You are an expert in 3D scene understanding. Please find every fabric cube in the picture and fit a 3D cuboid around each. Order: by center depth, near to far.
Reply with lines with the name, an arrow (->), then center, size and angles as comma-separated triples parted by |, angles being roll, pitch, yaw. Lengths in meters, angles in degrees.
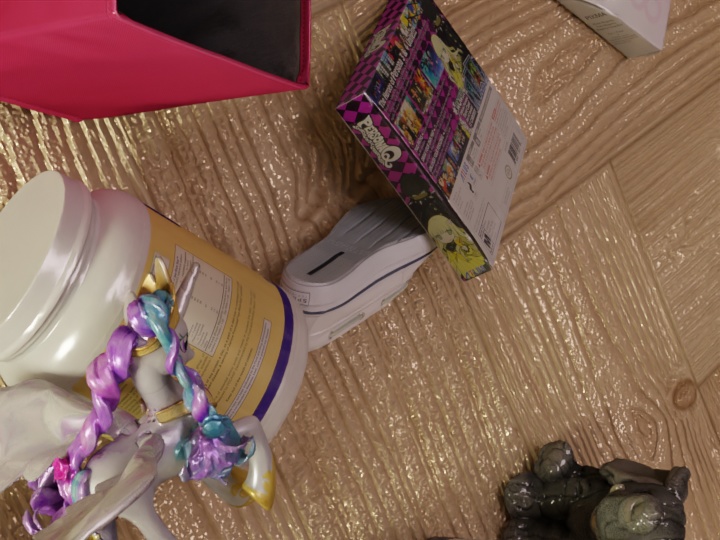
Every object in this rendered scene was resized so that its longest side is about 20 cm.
fabric cube -> -0.162, -0.216, 0.845 | 0.195, 0.197, 0.204 | 9, 80, -58

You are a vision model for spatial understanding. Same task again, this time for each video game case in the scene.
video game case -> 0.066, -0.119, 1.120 | 0.182, 0.035, 0.201 | 52, 33, -23

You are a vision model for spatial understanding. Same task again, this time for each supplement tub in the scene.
supplement tub -> -0.148, 0.037, 0.893 | 0.199, 0.144, 0.147 | 33, 64, -32

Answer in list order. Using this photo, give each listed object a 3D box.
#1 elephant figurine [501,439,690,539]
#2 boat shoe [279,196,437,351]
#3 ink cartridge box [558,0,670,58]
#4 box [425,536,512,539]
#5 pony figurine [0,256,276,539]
elephant figurine -> 0.226, 0.218, 1.144 | 0.155, 0.199, 0.143 | -35, 105, -37
boat shoe -> 0.000, 0.000, 1.082 | 0.199, 0.073, 0.068 | -28, 134, -45
ink cartridge box -> 0.233, -0.326, 1.329 | 0.199, 0.057, 0.165 | 30, 66, -38
box -> 0.038, 0.281, 1.021 | 0.198, 0.131, 0.117 | -13, 91, -39
pony figurine -> -0.138, 0.114, 0.784 | 0.192, 0.166, 0.202 | -39, 130, -25
